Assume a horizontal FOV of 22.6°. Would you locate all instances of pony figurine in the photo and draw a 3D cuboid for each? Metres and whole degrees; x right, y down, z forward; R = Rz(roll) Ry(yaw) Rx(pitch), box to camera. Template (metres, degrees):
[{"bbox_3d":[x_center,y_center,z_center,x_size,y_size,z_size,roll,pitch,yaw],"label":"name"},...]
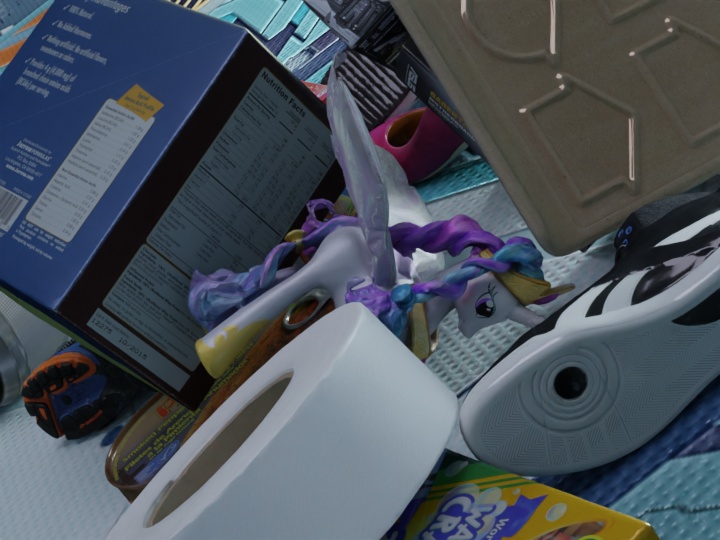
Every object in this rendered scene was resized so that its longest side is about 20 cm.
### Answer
[{"bbox_3d":[0.000,0.000,1.030,0.200,0.167,0.193,-32,67,6],"label":"pony figurine"}]

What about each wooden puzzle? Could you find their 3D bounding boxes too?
[{"bbox_3d":[0.137,-0.121,1.015,0.200,0.185,0.046,-27,-13,-16],"label":"wooden puzzle"}]

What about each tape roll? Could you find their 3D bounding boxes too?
[{"bbox_3d":[-0.046,0.110,0.887,0.202,0.071,0.202,-45,8,8],"label":"tape roll"}]

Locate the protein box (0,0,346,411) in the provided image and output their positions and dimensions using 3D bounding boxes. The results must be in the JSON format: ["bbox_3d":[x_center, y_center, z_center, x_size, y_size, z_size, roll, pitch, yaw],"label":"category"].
[{"bbox_3d":[-0.144,-0.055,1.137,0.198,0.135,0.200,25,77,45],"label":"protein box"}]

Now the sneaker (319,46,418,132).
[{"bbox_3d":[0.050,-0.159,1.360,0.200,0.088,0.074,-45,58,11],"label":"sneaker"}]

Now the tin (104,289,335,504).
[{"bbox_3d":[-0.072,0.075,1.124,0.200,0.042,0.112,-43,28,-14],"label":"tin"}]

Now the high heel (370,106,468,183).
[{"bbox_3d":[0.046,-0.111,1.230,0.067,0.096,0.200,-45,25,-18],"label":"high heel"}]

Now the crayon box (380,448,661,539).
[{"bbox_3d":[0.057,0.154,0.783,0.126,0.052,0.200,-45,25,-18],"label":"crayon box"}]

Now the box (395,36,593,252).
[{"bbox_3d":[0.145,-0.134,1.065,0.200,0.158,0.048,-43,-11,-15],"label":"box"}]

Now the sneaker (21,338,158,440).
[{"bbox_3d":[-0.147,0.045,1.239,0.200,0.075,0.078,-22,24,27],"label":"sneaker"}]

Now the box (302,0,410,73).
[{"bbox_3d":[0.069,-0.208,1.090,0.200,0.050,0.158,-47,-14,11],"label":"box"}]

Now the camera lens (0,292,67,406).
[{"bbox_3d":[-0.286,-0.003,1.407,0.160,0.160,0.200,-9,35,46],"label":"camera lens"}]

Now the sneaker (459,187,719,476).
[{"bbox_3d":[0.131,0.027,0.904,0.200,0.073,0.112,-29,20,-3],"label":"sneaker"}]

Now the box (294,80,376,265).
[{"bbox_3d":[-0.063,-0.075,1.308,0.095,0.100,0.200,-42,24,-13],"label":"box"}]
